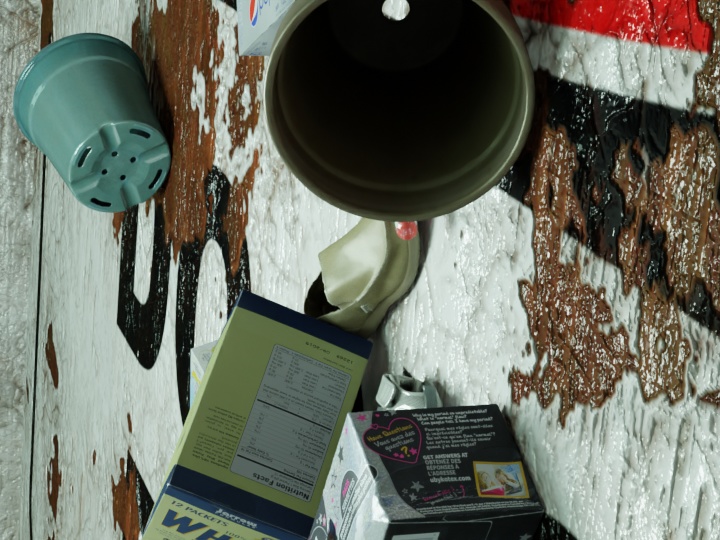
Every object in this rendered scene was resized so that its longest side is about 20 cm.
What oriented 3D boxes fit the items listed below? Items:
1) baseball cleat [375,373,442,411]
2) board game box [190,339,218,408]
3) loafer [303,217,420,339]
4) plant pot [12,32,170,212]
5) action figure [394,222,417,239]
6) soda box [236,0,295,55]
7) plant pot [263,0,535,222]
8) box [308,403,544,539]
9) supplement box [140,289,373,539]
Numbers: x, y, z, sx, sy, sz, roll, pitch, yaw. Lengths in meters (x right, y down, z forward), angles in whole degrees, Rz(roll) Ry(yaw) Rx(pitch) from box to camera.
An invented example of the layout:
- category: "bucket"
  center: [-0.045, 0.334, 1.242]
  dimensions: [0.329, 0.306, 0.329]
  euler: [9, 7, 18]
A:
- category: "baseball cleat"
  center: [0.026, 0.150, 1.508]
  dimensions: [0.200, 0.069, 0.108]
  euler: [-36, 48, 56]
- category: "board game box"
  center: [-0.129, 0.193, 1.883]
  dimensions: [0.201, 0.034, 0.135]
  euler: [58, 155, 33]
- category: "loafer"
  center: [0.000, 0.000, 1.556]
  dimensions: [0.201, 0.067, 0.077]
  euler: [114, 150, -50]
- category: "plant pot"
  center: [-0.363, -0.195, 2.447]
  dimensions: [0.197, 0.198, 0.202]
  euler: [-124, 37, -45]
- category: "action figure"
  center: [0.025, -0.115, 1.488]
  dimensions: [0.052, 0.065, 0.202]
  euler: [90, 171, -63]
- category: "soda box"
  center: [-0.065, -0.267, 1.740]
  dimensions: [0.200, 0.068, 0.064]
  euler: [155, 112, -70]
- category: "plant pot"
  center: [0.027, -0.167, 1.332]
  dimensions: [0.174, 0.198, 0.202]
  euler: [-91, 12, -57]
- category: "box"
  center: [0.038, 0.211, 1.348]
  dimensions: [0.115, 0.131, 0.201]
  euler: [-113, 30, -45]
- category: "supplement box"
  center: [-0.099, 0.164, 1.621]
  dimensions: [0.200, 0.133, 0.201]
  euler: [120, 171, -61]
